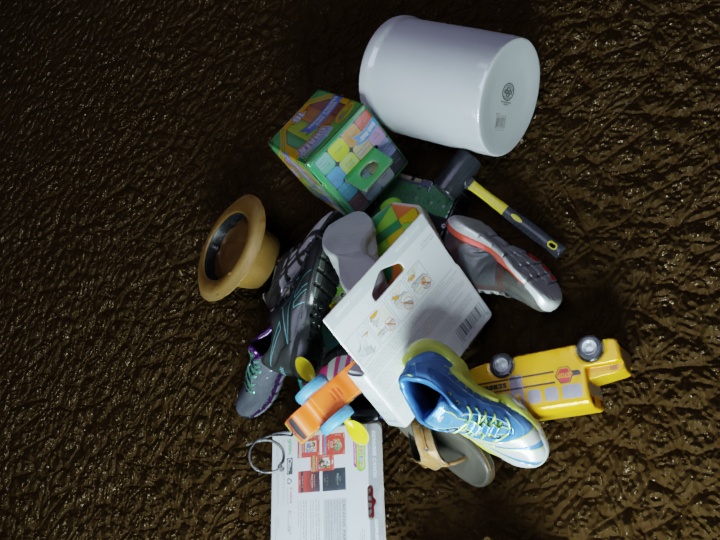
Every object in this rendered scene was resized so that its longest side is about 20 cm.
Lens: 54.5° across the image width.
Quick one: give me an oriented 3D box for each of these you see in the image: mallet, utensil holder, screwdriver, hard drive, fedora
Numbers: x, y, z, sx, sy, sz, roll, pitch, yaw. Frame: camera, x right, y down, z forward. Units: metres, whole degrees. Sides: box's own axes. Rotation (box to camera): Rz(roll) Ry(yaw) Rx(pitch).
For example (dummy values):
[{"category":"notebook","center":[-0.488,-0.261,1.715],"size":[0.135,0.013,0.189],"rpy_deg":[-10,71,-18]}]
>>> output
[{"category":"mallet","center":[0.181,-0.077,0.932],"size":[0.066,0.041,0.200],"rpy_deg":[-44,70,8]},{"category":"utensil holder","center":[0.126,-0.261,0.983],"size":[0.199,0.170,0.171],"rpy_deg":[22,86,36]},{"category":"screwdriver","center":[0.064,0.196,0.947],"size":[0.199,0.028,0.029],"rpy_deg":[-6,98,26]},{"category":"hard drive","center":[0.060,-0.037,1.024],"size":[0.139,0.038,0.201],"rpy_deg":[21,86,38]},{"category":"fedora","center":[-0.192,-0.027,1.153],"size":[0.200,0.082,0.202],"rpy_deg":[-33,44,38]}]

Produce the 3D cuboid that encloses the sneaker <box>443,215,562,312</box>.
[{"category":"sneaker","center":[0.178,0.006,0.918],"size":[0.200,0.077,0.082],"rpy_deg":[46,121,42]}]

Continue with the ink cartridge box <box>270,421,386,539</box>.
[{"category":"ink cartridge box","center":[-0.026,0.311,0.922],"size":[0.175,0.084,0.201],"rpy_deg":[-13,66,28]}]

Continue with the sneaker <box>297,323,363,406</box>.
[{"category":"sneaker","center":[-0.019,0.115,0.997],"size":[0.200,0.083,0.121],"rpy_deg":[-43,63,15]}]

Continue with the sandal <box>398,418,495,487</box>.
[{"category":"sandal","center":[0.078,0.208,0.876],"size":[0.200,0.082,0.054],"rpy_deg":[35,51,27]}]

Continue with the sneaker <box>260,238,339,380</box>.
[{"category":"sneaker","center":[-0.084,0.048,0.965],"size":[0.079,0.075,0.201],"rpy_deg":[4,70,24]}]

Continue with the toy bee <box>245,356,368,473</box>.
[{"category":"toy bee","center":[-0.058,0.173,0.887],"size":[0.199,0.109,0.132],"rpy_deg":[-16,73,-15]}]

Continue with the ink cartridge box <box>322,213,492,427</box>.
[{"category":"ink cartridge box","center":[0.055,0.059,0.860],"size":[0.200,0.174,0.043],"rpy_deg":[-47,20,-27]}]

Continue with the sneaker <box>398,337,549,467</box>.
[{"category":"sneaker","center":[0.117,0.166,0.779],"size":[0.200,0.105,0.076],"rpy_deg":[38,120,9]}]

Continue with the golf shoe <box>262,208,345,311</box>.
[{"category":"golf shoe","center":[-0.092,-0.017,1.098],"size":[0.094,0.078,0.201],"rpy_deg":[30,90,39]}]

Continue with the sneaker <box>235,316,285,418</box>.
[{"category":"sneaker","center":[-0.153,0.140,1.060],"size":[0.201,0.087,0.074],"rpy_deg":[-55,46,17]}]

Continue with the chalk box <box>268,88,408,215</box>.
[{"category":"chalk box","center":[-0.027,-0.170,1.036],"size":[0.124,0.124,0.200],"rpy_deg":[-47,34,-5]}]

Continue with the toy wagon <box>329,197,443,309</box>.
[{"category":"toy wagon","center":[0.023,-0.005,0.989],"size":[0.200,0.040,0.156],"rpy_deg":[-36,55,19]}]

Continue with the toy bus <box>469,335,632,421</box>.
[{"category":"toy bus","center":[0.218,0.135,0.831],"size":[0.199,0.065,0.079],"rpy_deg":[-16,64,29]}]

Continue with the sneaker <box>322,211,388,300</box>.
[{"category":"sneaker","center":[0.000,0.000,0.938],"size":[0.075,0.089,0.201],"rpy_deg":[-20,36,6]}]

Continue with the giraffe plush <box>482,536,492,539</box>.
[{"category":"giraffe plush","center":[0.112,0.397,0.759],"size":[0.162,0.200,0.173],"rpy_deg":[-35,20,47]}]
